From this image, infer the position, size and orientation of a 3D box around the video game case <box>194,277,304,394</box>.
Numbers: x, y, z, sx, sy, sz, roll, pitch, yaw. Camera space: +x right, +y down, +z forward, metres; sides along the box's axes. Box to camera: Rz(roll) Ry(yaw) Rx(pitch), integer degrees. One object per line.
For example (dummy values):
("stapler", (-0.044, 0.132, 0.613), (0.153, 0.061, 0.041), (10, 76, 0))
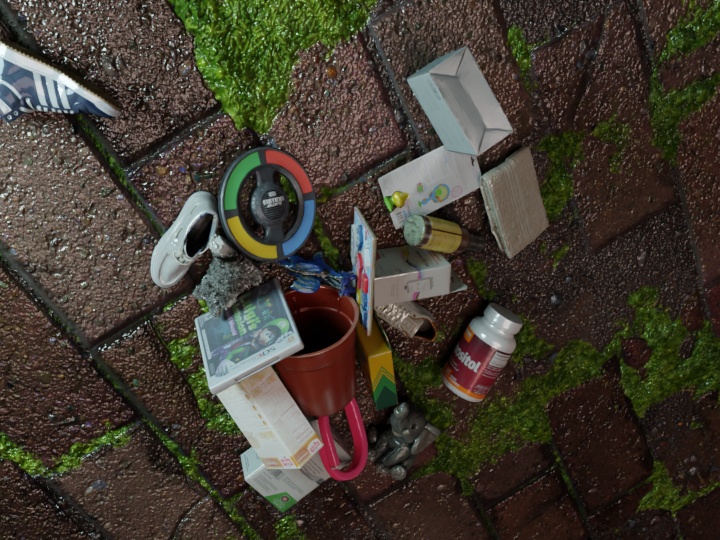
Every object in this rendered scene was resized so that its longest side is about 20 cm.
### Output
("video game case", (-0.211, 0.115, 1.269), (0.180, 0.201, 0.024), (-27, 130, -3))

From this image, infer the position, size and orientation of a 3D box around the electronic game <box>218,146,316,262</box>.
("electronic game", (-0.161, -0.116, 1.216), (0.198, 0.041, 0.203), (-2, 93, -38))

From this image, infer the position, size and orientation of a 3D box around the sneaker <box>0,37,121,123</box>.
("sneaker", (-0.484, -0.262, 1.066), (0.198, 0.070, 0.109), (27, 101, -20))

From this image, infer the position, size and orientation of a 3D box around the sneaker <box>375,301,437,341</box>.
("sneaker", (0.084, 0.085, 1.417), (0.198, 0.085, 0.073), (27, 107, -24))

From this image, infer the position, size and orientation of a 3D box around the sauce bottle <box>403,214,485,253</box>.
("sauce bottle", (0.172, -0.065, 1.358), (0.198, 0.065, 0.065), (10, 114, -41))

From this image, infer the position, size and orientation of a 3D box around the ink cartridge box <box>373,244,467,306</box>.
("ink cartridge box", (0.104, 0.001, 1.362), (0.197, 0.117, 0.068), (-9, 119, -14))

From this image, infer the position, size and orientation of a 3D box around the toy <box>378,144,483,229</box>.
("toy", (0.131, -0.176, 1.321), (0.198, 0.047, 0.116), (-29, 123, -9))

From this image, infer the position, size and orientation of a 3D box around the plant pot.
("plant pot", (-0.090, 0.167, 1.351), (0.198, 0.202, 0.197), (-16, 128, -9))

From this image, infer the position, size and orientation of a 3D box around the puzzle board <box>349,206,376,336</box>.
("puzzle board", (0.000, 0.000, 1.307), (0.017, 0.151, 0.203), (-4, 117, -14))

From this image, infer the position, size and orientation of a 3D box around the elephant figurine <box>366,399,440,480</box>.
("elephant figurine", (0.106, 0.356, 1.525), (0.140, 0.156, 0.201), (28, 115, -5))

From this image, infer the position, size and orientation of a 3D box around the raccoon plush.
("raccoon plush", (-0.266, 0.004, 1.233), (0.134, 0.097, 0.200), (-42, 151, 1))

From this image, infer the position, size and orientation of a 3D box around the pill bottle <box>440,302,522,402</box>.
("pill bottle", (0.268, 0.177, 1.505), (0.112, 0.113, 0.202), (20, 107, -25))

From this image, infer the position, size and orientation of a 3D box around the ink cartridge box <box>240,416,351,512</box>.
("ink cartridge box", (-0.140, 0.411, 1.508), (0.199, 0.083, 0.147), (-36, 121, 2))

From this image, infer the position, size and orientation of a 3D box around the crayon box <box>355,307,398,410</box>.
("crayon box", (0.026, 0.170, 1.394), (0.050, 0.128, 0.202), (-16, 131, -9))

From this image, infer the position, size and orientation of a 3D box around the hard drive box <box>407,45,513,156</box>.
("hard drive box", (0.163, -0.284, 1.168), (0.076, 0.200, 0.157), (-33, 104, 1))

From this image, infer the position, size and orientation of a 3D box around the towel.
("towel", (0.313, -0.136, 1.389), (0.132, 0.034, 0.202), (-36, 123, -21))

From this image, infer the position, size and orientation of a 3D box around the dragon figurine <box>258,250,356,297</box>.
("dragon figurine", (-0.104, 0.004, 1.305), (0.197, 0.100, 0.060), (6, 114, -18))

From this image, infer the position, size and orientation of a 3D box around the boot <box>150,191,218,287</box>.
("boot", (-0.314, -0.041, 1.218), (0.073, 0.096, 0.202), (23, 107, -26))

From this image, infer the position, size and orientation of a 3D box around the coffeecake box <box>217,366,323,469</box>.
("coffeecake box", (-0.183, 0.287, 1.347), (0.073, 0.153, 0.201), (-37, 97, -35))

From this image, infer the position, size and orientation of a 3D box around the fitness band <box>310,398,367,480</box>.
("fitness band", (-0.041, 0.344, 1.463), (0.037, 0.143, 0.203), (-13, 93, 33))
